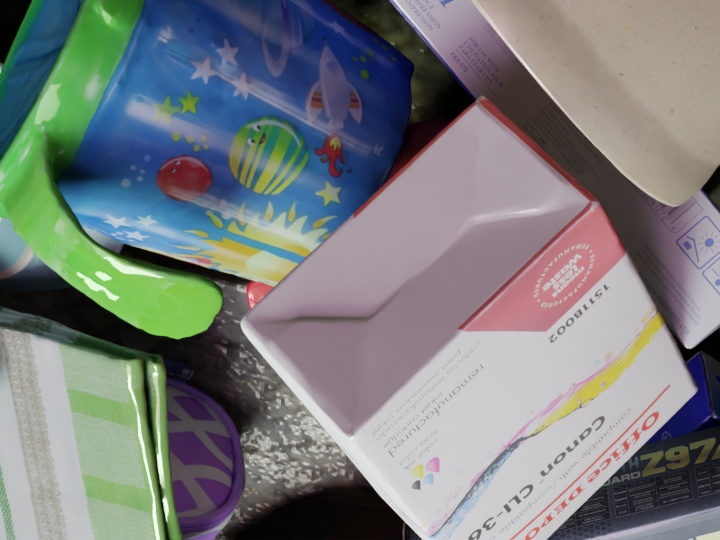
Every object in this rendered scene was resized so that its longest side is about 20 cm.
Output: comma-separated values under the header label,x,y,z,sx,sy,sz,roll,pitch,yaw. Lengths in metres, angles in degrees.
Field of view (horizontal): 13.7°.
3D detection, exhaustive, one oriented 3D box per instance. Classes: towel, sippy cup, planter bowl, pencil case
label,x,y,z,sx,sy,sz,roll,pitch,yaw
towel,-0.150,0.079,1.287,0.200,0.031,0.149,14,122,38
sippy cup,-0.056,-0.060,1.082,0.130,0.178,0.140,25,170,-14
planter bowl,0.097,-0.139,0.968,0.135,0.200,0.200,-36,112,12
pencil case,-0.124,0.127,1.355,0.085,0.084,0.200,12,138,-22

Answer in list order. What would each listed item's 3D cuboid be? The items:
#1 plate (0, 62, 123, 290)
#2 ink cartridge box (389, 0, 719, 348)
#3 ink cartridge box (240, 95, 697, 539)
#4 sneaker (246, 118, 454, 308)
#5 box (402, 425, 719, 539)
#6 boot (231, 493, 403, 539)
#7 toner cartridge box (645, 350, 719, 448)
label,x,y,z,sx,sy,sz,roll,pitch,yaw
plate,-0.192,-0.043,1.239,0.200,0.026,0.200,17,150,10
ink cartridge box,0.065,-0.067,1.092,0.044,0.094,0.200,-40,111,3
ink cartridge box,0.049,0.039,1.072,0.067,0.116,0.200,44,176,30
sneaker,0.000,0.000,1.170,0.115,0.078,0.200,13,151,17
box,0.134,0.140,1.190,0.200,0.051,0.158,-16,126,11
boot,0.013,0.149,1.325,0.200,0.075,0.097,-20,117,33
toner cartridge box,0.109,0.128,1.240,0.095,0.043,0.200,33,120,-24
